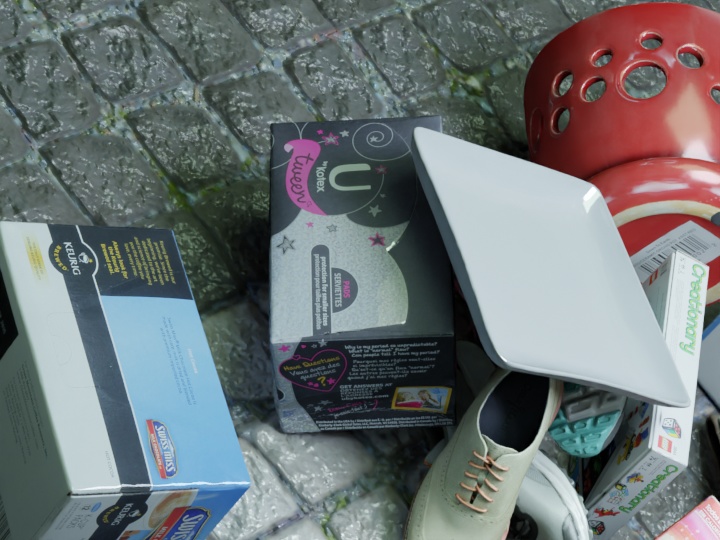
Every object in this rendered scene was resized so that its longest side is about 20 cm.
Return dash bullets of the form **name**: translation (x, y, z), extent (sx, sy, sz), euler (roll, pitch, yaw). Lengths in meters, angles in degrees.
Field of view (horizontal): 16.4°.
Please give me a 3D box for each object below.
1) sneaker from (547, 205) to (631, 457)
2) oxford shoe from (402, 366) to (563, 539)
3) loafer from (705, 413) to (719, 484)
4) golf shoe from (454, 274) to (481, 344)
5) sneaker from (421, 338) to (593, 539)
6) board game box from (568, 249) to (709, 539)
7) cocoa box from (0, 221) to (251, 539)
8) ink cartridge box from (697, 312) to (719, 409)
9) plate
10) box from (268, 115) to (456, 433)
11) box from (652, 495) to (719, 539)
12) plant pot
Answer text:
- **sneaker**: translation (0.173, 0.052, 1.828), extent (0.091, 0.077, 0.201), euler (53, 35, -52)
- **oxford shoe**: translation (0.079, 0.141, 1.713), extent (0.071, 0.074, 0.201), euler (22, 79, 6)
- **loafer**: translation (0.287, 0.185, 1.888), extent (0.063, 0.072, 0.200), euler (12, 40, 0)
- **golf shoe**: translation (0.109, 0.013, 1.897), extent (0.092, 0.072, 0.201), euler (14, 57, -51)
- **sneaker**: translation (0.096, 0.149, 1.784), extent (0.079, 0.074, 0.200), euler (-28, 73, -24)
- **board game box**: translation (0.203, 0.095, 1.849), extent (0.035, 0.126, 0.200), euler (26, 46, -13)
- **cocoa box**: translation (-0.175, 0.086, 1.595), extent (0.131, 0.133, 0.200), euler (1, 55, -34)
- **ink cartridge box**: translation (0.371, 0.027, 2.002), extent (0.200, 0.145, 0.085), euler (-25, 71, -43)
- **plate**: translation (0.124, 0.005, 1.722), extent (0.200, 0.032, 0.200), euler (15, 45, -42)
- **box**: translation (0.000, 0.000, 1.766), extent (0.132, 0.115, 0.200), euler (-2, 51, 1)
- **box**: translation (0.264, 0.272, 1.746), extent (0.095, 0.103, 0.200), euler (-35, 77, -16)
- **plant pot**: translation (0.229, -0.081, 1.954), extent (0.200, 0.200, 0.183), euler (19, 48, -20)
